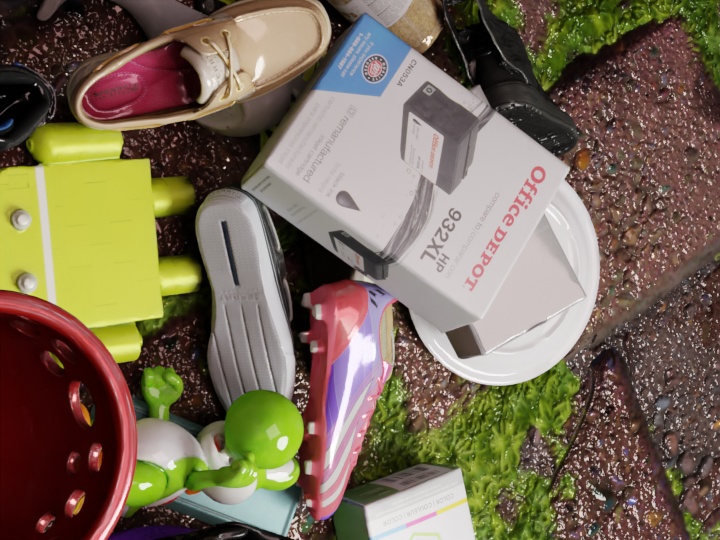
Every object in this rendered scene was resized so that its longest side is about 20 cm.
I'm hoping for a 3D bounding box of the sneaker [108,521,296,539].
[{"bbox_3d":[-0.115,0.213,1.096,0.199,0.100,0.070,3,64,5],"label":"sneaker"}]

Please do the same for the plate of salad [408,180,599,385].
[{"bbox_3d":[0.123,0.000,1.324,0.199,0.048,0.202,-2,95,-25],"label":"plate of salad"}]

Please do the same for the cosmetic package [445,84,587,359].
[{"bbox_3d":[0.089,-0.038,1.235,0.106,0.090,0.201,-25,93,-14],"label":"cosmetic package"}]

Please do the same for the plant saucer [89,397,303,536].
[{"bbox_3d":[-0.128,0.158,1.181,0.199,0.019,0.070,27,75,-29],"label":"plant saucer"}]

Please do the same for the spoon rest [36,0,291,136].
[{"bbox_3d":[-0.142,-0.169,1.135,0.199,0.099,0.061,30,49,-18],"label":"spoon rest"}]

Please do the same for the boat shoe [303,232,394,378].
[{"bbox_3d":[0.000,0.000,1.242,0.076,0.071,0.202,-9,105,-45],"label":"boat shoe"}]

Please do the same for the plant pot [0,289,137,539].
[{"bbox_3d":[-0.271,0.110,0.989,0.199,0.182,0.202,0,91,-32],"label":"plant pot"}]

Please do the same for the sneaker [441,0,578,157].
[{"bbox_3d":[0.130,-0.166,1.299,0.200,0.060,0.105,24,46,-63],"label":"sneaker"}]

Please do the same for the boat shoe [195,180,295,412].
[{"bbox_3d":[-0.080,0.026,1.178,0.071,0.072,0.201,-47,137,-60],"label":"boat shoe"}]

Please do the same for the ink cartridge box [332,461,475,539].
[{"bbox_3d":[0.048,0.274,1.270,0.103,0.059,0.201,-15,98,-32],"label":"ink cartridge box"}]

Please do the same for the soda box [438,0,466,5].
[{"bbox_3d":[0.130,-0.285,1.319,0.199,0.063,0.071,-22,102,-30],"label":"soda box"}]

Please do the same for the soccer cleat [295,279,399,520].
[{"bbox_3d":[-0.011,0.104,1.183,0.076,0.067,0.201,-2,107,-17],"label":"soccer cleat"}]

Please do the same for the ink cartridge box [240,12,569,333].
[{"bbox_3d":[0.035,-0.071,1.132,0.199,0.084,0.146,35,73,-10],"label":"ink cartridge box"}]

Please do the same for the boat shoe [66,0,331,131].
[{"bbox_3d":[-0.113,-0.142,1.072,0.199,0.069,0.074,-20,109,0],"label":"boat shoe"}]

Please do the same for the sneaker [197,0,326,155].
[{"bbox_3d":[-0.070,-0.179,1.196,0.076,0.075,0.201,-31,110,-51],"label":"sneaker"}]

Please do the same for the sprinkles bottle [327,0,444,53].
[{"bbox_3d":[-0.009,-0.242,1.190,0.200,0.068,0.069,35,71,-49],"label":"sprinkles bottle"}]

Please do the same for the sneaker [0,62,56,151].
[{"bbox_3d":[-0.300,-0.093,1.011,0.199,0.112,0.073,-31,106,-29],"label":"sneaker"}]

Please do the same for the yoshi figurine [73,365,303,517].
[{"bbox_3d":[-0.124,0.125,1.113,0.199,0.112,0.113,4,81,-36],"label":"yoshi figurine"}]

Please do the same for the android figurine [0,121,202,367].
[{"bbox_3d":[-0.212,-0.019,1.113,0.199,0.041,0.184,-5,93,-35],"label":"android figurine"}]
